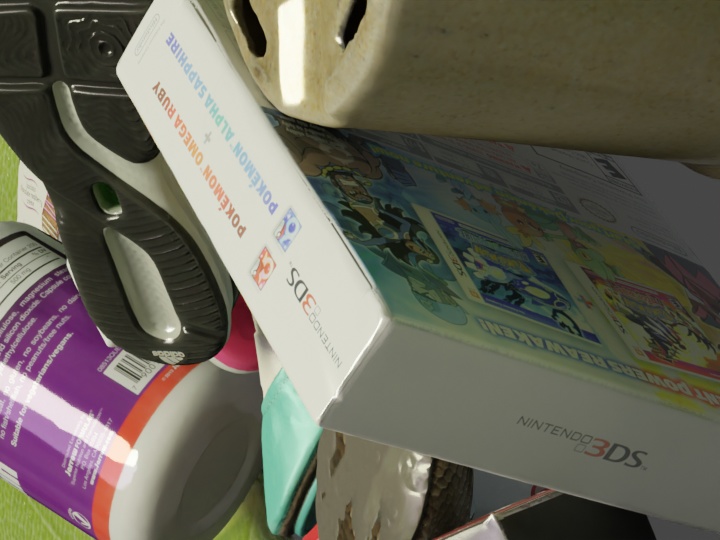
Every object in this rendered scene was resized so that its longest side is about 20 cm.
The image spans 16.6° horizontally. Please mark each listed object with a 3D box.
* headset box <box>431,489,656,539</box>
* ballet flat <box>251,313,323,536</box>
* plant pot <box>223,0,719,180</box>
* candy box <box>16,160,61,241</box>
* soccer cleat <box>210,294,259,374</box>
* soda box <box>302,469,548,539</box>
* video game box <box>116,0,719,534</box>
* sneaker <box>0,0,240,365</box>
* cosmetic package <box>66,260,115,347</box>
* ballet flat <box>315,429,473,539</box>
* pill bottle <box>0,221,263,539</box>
[{"bbox_3d":[0.036,0.161,0.782,0.200,0.077,0.149,-28,82,40],"label":"headset box"},{"bbox_3d":[0.000,0.000,0.917,0.201,0.070,0.067,-59,-5,5],"label":"ballet flat"},{"bbox_3d":[0.062,-0.114,0.727,0.200,0.183,0.202,177,90,-65],"label":"plant pot"},{"bbox_3d":[-0.134,-0.017,1.294,0.136,0.061,0.201,-144,54,-58],"label":"candy box"},{"bbox_3d":[-0.072,-0.054,0.989,0.086,0.070,0.201,-23,82,64],"label":"soccer cleat"},{"bbox_3d":[0.025,0.113,0.966,0.200,0.070,0.064,-57,46,50],"label":"soda box"},{"bbox_3d":[0.039,-0.002,0.773,0.047,0.199,0.182,-57,39,19],"label":"video game box"},{"bbox_3d":[-0.073,-0.077,0.865,0.116,0.075,0.201,-63,-31,-46],"label":"sneaker"},{"bbox_3d":[-0.065,-0.069,1.099,0.074,0.101,0.201,-125,41,-49],"label":"cosmetic package"},{"bbox_3d":[0.017,0.112,0.871,0.067,0.046,0.201,25,116,54],"label":"ballet flat"},{"bbox_3d":[-0.145,0.050,1.178,0.199,0.112,0.113,29,125,23],"label":"pill bottle"}]
